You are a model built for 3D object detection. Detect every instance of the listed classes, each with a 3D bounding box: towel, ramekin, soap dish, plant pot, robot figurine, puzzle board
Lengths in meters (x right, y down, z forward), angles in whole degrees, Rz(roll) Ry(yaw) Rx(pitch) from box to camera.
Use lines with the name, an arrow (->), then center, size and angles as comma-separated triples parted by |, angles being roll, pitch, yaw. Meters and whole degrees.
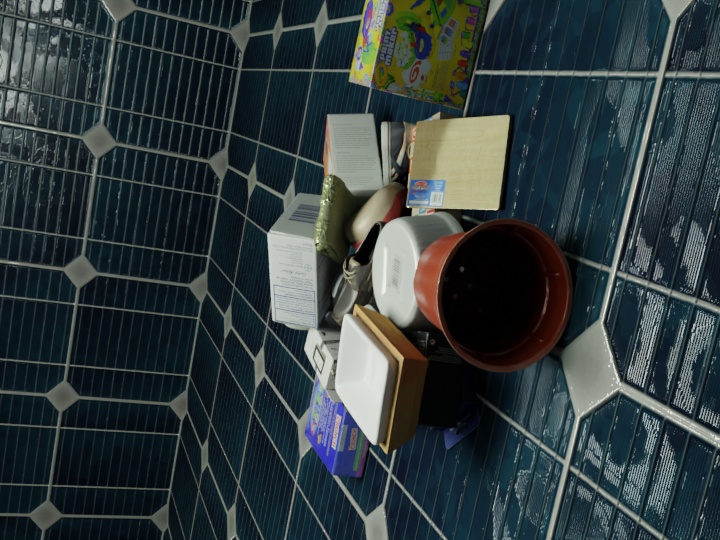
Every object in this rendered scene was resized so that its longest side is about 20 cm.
towel -> -0.043, -0.093, 1.598 | 0.200, 0.036, 0.152 | 44, -127, -73
ramekin -> 0.095, 0.006, 1.379 | 0.200, 0.095, 0.206 | 178, 90, -66
soap dish -> 0.031, 0.164, 1.311 | 0.200, 0.079, 0.161 | -135, 49, -60
plant pot -> 0.172, 0.026, 1.201 | 0.195, 0.196, 0.206 | -161, 80, -76
robot figurine -> 0.015, 0.053, 1.604 | 0.199, 0.123, 0.153 | 14, 81, 67
puzzle board -> 0.164, -0.179, 1.400 | 0.197, 0.017, 0.155 | 5, 87, 45

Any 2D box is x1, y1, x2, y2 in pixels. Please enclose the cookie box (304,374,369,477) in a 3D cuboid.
cookie box -> -0.044, 0.314, 1.768 | 0.200, 0.073, 0.175 | -144, 65, -66

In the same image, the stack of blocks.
stack of blocks -> 0.135, -0.167, 1.504 | 0.115, 0.057, 0.206 | 165, 111, -67

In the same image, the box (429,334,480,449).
box -> 0.146, 0.182, 1.398 | 0.122, 0.032, 0.204 | 127, 143, -51

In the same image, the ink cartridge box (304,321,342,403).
ink cartridge box -> -0.027, 0.179, 1.629 | 0.200, 0.113, 0.069 | -127, 49, -58

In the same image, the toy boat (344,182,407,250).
toy boat -> 0.055, -0.081, 1.606 | 0.130, 0.131, 0.200 | -42, 0, 19

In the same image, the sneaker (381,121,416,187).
sneaker -> 0.080, -0.221, 1.652 | 0.201, 0.077, 0.080 | 86, -178, -67

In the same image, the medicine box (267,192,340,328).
medicine box -> -0.106, -0.021, 1.670 | 0.183, 0.100, 0.204 | -61, -23, -57

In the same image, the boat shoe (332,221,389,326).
boat shoe -> 0.000, 0.000, 1.475 | 0.074, 0.073, 0.203 | 26, 86, 52

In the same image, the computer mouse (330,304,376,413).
computer mouse -> 0.004, 0.147, 1.465 | 0.202, 0.043, 0.111 | -65, 34, 36

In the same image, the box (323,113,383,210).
box -> -0.019, -0.209, 1.789 | 0.153, 0.103, 0.204 | 100, 166, -58

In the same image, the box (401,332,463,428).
box -> 0.090, 0.179, 1.392 | 0.199, 0.077, 0.145 | 173, 108, -67

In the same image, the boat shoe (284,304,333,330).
boat shoe -> -0.072, 0.107, 1.750 | 0.072, 0.196, 0.071 | 109, 149, -45

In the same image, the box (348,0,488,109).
box -> 0.102, -0.414, 1.492 | 0.122, 0.188, 0.205 | -140, 61, -64
